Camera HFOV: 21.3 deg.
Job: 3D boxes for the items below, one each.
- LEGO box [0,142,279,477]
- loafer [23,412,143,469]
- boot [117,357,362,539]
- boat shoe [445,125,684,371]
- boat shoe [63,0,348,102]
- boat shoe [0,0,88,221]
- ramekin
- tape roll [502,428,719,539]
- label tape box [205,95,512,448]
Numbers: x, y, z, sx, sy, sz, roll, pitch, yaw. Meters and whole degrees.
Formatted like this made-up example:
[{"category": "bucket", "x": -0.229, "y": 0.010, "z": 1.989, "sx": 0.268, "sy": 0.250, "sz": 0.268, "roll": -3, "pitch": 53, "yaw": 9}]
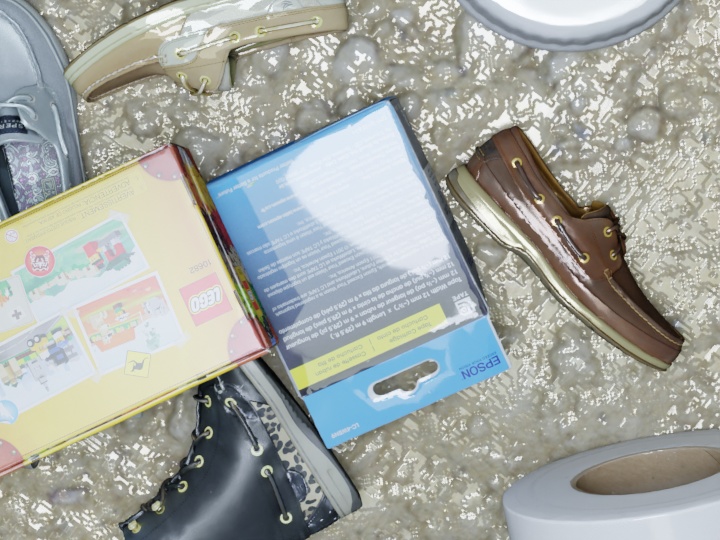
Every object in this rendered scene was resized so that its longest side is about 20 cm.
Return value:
[{"category": "LEGO box", "x": -0.175, "y": 0.025, "z": 1.250, "sx": 0.200, "sy": 0.077, "sz": 0.149, "roll": -25, "pitch": 90, "yaw": 3}, {"category": "loafer", "x": -0.249, "y": 0.110, "z": 1.346, "sx": 0.200, "sy": 0.070, "sz": 0.070, "roll": -22, "pitch": 88, "yaw": 7}, {"category": "boot", "x": -0.114, "y": 0.127, "z": 1.325, "sx": 0.154, "sy": 0.073, "sz": 0.204, "roll": -38, "pitch": 98, "yaw": -2}, {"category": "boat shoe", "x": 0.149, "y": -0.015, "z": 1.294, "sx": 0.200, "sy": 0.072, "sz": 0.068, "roll": 44, "pitch": 101, "yaw": 0}, {"category": "boat shoe", "x": -0.103, "y": -0.152, "z": 1.293, "sx": 0.200, "sy": 0.074, "sz": 0.066, "roll": -23, "pitch": 90, "yaw": 8}, {"category": "boat shoe", "x": -0.229, "y": -0.094, "z": 1.313, "sx": 0.070, "sy": 0.072, "sz": 0.201, "roll": -14, "pitch": 97, "yaw": 6}, {"category": "ramekin", "x": 0.137, "y": -0.242, "z": 1.249, "sx": 0.200, "sy": 0.098, "sz": 0.201, "roll": 1, "pitch": 98, "yaw": 5}, {"category": "tape roll", "x": 0.203, "y": 0.197, "z": 1.255, "sx": 0.202, "sy": 0.203, "sz": 0.139, "roll": -11, "pitch": 98, "yaw": 6}, {"category": "label tape box", "x": 0.000, "y": 0.000, "z": 1.313, "sx": 0.143, "sy": 0.066, "sz": 0.200, "roll": -25, "pitch": 97, "yaw": 8}]
